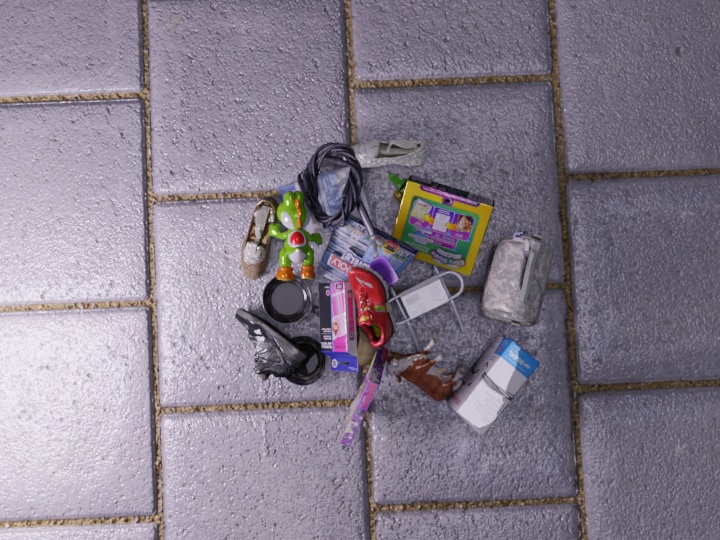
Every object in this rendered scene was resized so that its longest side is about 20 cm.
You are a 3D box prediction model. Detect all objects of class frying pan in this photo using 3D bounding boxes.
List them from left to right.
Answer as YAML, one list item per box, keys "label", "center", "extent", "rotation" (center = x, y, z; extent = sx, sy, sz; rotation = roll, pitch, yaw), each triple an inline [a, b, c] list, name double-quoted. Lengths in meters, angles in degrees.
- label: "frying pan"
  center: [-0.133, 0.066, 1.446]
  extent: [0.189, 0.031, 0.116]
  rotation: [-1, 86, -8]
- label: "frying pan"
  center: [-0.111, 0.179, 1.441]
  extent: [0.115, 0.031, 0.190]
  rotation: [37, 90, 7]

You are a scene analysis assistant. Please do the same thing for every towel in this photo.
- label: "towel"
  center: [-0.082, -0.157, 1.468]
  extent: [0.199, 0.024, 0.148]
  rotation: [-16, 86, -1]

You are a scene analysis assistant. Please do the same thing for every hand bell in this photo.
- label: "hand bell"
  center: [0.076, 0.200, 1.431]
  extent: [0.199, 0.104, 0.105]
  rotation: [14, 87, -11]

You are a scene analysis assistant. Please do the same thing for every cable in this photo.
- label: "cable"
  center: [-0.060, -0.189, 1.404]
  extent: [0.163, 0.051, 0.201]
  rotation: [-34, 63, 23]

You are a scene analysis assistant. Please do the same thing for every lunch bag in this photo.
- label: "lunch bag"
  center: [0.355, 0.023, 1.387]
  extent: [0.138, 0.168, 0.201]
  rotation: [14, 87, 0]

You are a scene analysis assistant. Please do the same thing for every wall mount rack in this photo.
- label: "wall mount rack"
  center: [0.156, 0.091, 1.435]
  extent: [0.199, 0.075, 0.175]
  rotation: [-26, 84, -1]

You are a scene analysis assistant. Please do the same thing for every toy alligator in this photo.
- label: "toy alligator"
  center: [0.140, -0.157, 1.452]
  extent: [0.059, 0.054, 0.200]
  rotation: [-43, 88, -2]

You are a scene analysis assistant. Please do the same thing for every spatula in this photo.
- label: "spatula"
  center: [0.027, -0.062, 1.350]
  extent: [0.056, 0.020, 0.201]
  rotation: [-30, 73, 42]

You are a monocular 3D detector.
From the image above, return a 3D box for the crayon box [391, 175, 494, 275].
- label: "crayon box"
  center: [0.182, -0.101, 1.406]
  extent: [0.199, 0.058, 0.174]
  rotation: [18, 115, 7]

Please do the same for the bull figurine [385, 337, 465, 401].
- label: "bull figurine"
  center: [0.148, 0.224, 1.390]
  extent: [0.121, 0.065, 0.200]
  rotation: [-38, 126, 20]

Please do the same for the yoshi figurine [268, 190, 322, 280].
- label: "yoshi figurine"
  center: [-0.151, -0.080, 1.418]
  extent: [0.111, 0.112, 0.202]
  rotation: [0, 93, 32]

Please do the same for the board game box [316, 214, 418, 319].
- label: "board game box"
  center: [0.000, 0.000, 1.418]
  extent: [0.199, 0.062, 0.201]
  rotation: [28, 106, 8]

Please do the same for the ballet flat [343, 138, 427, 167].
- label: "ballet flat"
  center: [0.059, -0.283, 1.452]
  extent: [0.198, 0.072, 0.072]
  rotation: [-1, 87, -2]

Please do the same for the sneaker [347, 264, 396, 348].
- label: "sneaker"
  center: [0.022, 0.080, 1.338]
  extent: [0.077, 0.085, 0.201]
  rotation: [-7, 118, 34]

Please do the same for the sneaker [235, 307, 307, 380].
- label: "sneaker"
  center: [-0.228, 0.175, 1.415]
  extent: [0.199, 0.076, 0.114]
  rotation: [38, 87, 12]

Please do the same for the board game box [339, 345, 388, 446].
- label: "board game box"
  center: [0.008, 0.275, 1.353]
  extent: [0.032, 0.120, 0.201]
  rotation: [24, 123, 3]

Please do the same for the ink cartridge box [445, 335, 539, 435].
- label: "ink cartridge box"
  center: [0.290, 0.252, 1.386]
  extent: [0.084, 0.146, 0.200]
  rotation: [40, 87, 0]

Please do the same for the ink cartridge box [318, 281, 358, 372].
- label: "ink cartridge box"
  center: [-0.050, 0.126, 1.382]
  extent: [0.037, 0.094, 0.202]
  rotation: [-3, 87, -43]

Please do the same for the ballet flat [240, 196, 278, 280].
- label: "ballet flat"
  center: [-0.241, -0.078, 1.443]
  extent: [0.070, 0.065, 0.202]
  rotation: [11, 87, 3]
